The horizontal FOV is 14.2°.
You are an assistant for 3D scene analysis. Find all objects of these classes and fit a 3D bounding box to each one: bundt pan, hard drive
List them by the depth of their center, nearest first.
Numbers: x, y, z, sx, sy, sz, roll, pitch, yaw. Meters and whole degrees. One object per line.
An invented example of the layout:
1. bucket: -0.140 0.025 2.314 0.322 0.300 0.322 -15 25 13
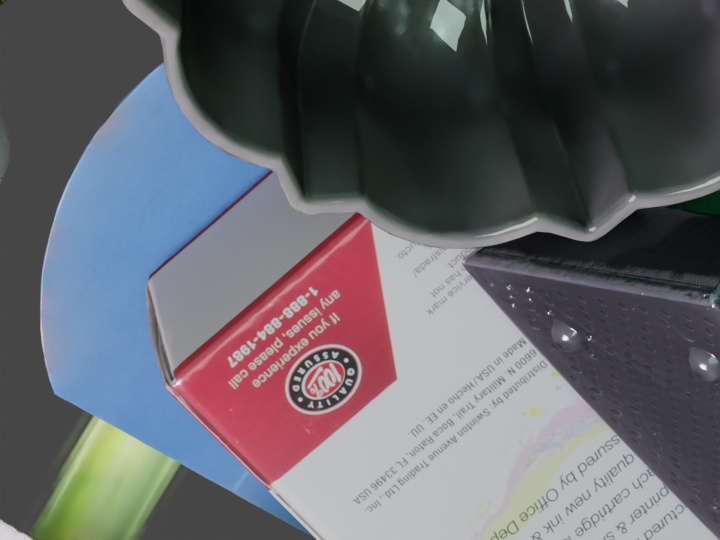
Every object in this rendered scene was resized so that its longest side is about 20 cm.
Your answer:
1. bundt pan: 0.038 -0.107 0.697 0.202 0.076 0.202 -5 128 -7
2. hard drive: 0.128 0.055 0.771 0.200 0.135 0.042 45 74 -24

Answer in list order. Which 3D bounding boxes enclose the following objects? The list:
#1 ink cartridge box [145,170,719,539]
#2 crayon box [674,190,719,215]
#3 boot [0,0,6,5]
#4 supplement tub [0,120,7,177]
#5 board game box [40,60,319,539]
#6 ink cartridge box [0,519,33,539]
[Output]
1. ink cartridge box: 0.056 0.040 0.864 0.146 0.083 0.200 -40 112 6
2. crayon box: 0.201 -0.038 0.804 0.200 0.119 0.058 -19 127 -34
3. boot: -0.124 -0.169 0.859 0.075 0.074 0.200 -25 136 -3
4. supplement tub: -0.215 0.003 0.871 0.145 0.145 0.200 35 97 0
5. board game box: 0.000 0.000 0.907 0.200 0.039 0.158 30 104 -20
6. ink cartridge box: -0.052 0.159 0.893 0.200 0.068 0.116 23 98 42
